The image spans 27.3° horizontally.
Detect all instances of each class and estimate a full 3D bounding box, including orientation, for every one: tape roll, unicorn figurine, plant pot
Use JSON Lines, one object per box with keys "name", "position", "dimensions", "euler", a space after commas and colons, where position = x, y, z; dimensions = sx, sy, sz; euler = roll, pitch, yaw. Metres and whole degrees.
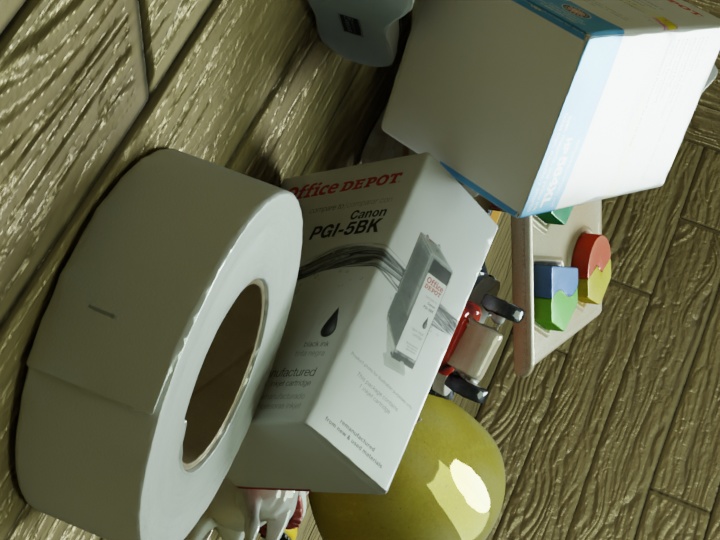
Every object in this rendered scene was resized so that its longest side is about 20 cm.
{"name": "tape roll", "position": [-0.100, 0.042, 0.768], "dimensions": [0.202, 0.070, 0.204], "euler": [21, 90, -80]}
{"name": "unicorn figurine", "position": [-0.068, 0.159, 0.996], "dimensions": [0.074, 0.199, 0.138], "euler": [37, 53, -38]}
{"name": "plant pot", "position": [0.025, 0.183, 1.433], "dimensions": [0.201, 0.198, 0.142], "euler": [-64, 143, -28]}

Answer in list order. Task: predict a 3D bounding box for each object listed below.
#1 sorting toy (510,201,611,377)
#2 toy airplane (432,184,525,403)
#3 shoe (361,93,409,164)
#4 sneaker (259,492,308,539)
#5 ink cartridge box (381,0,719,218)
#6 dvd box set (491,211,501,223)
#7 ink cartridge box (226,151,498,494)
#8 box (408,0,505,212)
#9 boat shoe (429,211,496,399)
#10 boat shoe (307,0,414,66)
{"name": "sorting toy", "position": [0.161, -0.032, 1.150], "dimensions": [0.200, 0.036, 0.187], "euler": [-32, 122, -60]}
{"name": "toy airplane", "position": [0.039, 0.031, 1.091], "dimensions": [0.200, 0.140, 0.201], "euler": [111, 4, -46]}
{"name": "shoe", "position": [0.053, -0.163, 1.258], "dimensions": [0.070, 0.053, 0.201], "euler": [58, 45, -51]}
{"name": "sneaker", "position": [-0.072, 0.153, 1.144], "dimensions": [0.200, 0.077, 0.083], "euler": [108, 1, -72]}
{"name": "ink cartridge box", "position": [0.137, -0.128, 0.980], "dimensions": [0.199, 0.128, 0.126], "euler": [-11, 129, -47]}
{"name": "dvd box set", "position": [0.066, 0.017, 1.500], "dimensions": [0.146, 0.029, 0.201], "euler": [-23, -142, 59]}
{"name": "ink cartridge box", "position": [-0.019, 0.033, 0.939], "dimensions": [0.083, 0.146, 0.201], "euler": [43, 57, -32]}
{"name": "box", "position": [0.112, -0.156, 1.194], "dimensions": [0.128, 0.108, 0.202], "euler": [-22, 116, -61]}
{"name": "boat shoe", "position": [0.092, 0.019, 1.328], "dimensions": [0.072, 0.067, 0.202], "euler": [-24, 133, -76]}
{"name": "boat shoe", "position": [0.009, -0.185, 0.902], "dimensions": [0.199, 0.073, 0.069], "euler": [64, 44, -79]}
